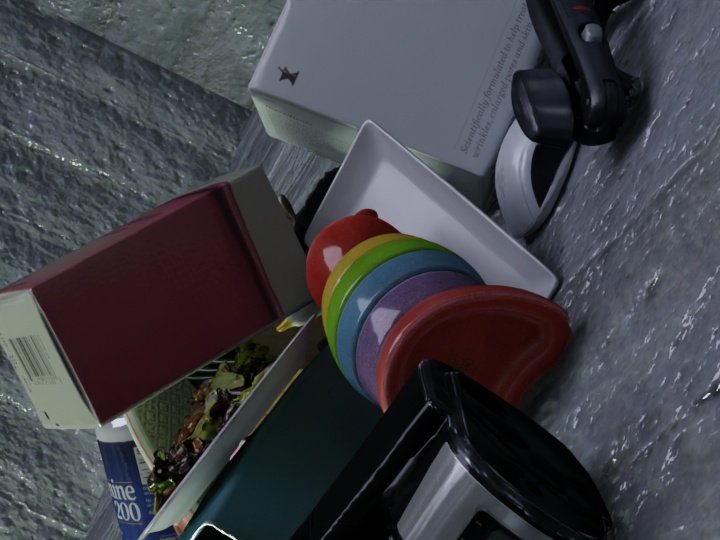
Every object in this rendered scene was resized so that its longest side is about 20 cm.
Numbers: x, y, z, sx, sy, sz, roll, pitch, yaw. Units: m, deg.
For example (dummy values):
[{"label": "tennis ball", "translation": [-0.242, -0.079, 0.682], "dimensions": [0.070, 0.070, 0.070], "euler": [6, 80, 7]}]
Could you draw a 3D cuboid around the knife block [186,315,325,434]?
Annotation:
[{"label": "knife block", "translation": [-0.086, 0.067, 1.354], "dimensions": [0.176, 0.199, 0.064], "euler": [88, 158, -61]}]

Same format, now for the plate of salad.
[{"label": "plate of salad", "translation": [-0.099, 0.103, 1.131], "dimensions": [0.200, 0.048, 0.200], "euler": [-51, 0, 0]}]

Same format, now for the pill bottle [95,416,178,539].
[{"label": "pill bottle", "translation": [-0.173, 0.166, 1.457], "dimensions": [0.111, 0.110, 0.201], "euler": [-143, 40, -80]}]

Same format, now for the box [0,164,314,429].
[{"label": "box", "translation": [-0.151, 0.020, 1.182], "dimensions": [0.200, 0.109, 0.128], "euler": [-31, 10, -28]}]

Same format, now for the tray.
[{"label": "tray", "translation": [0.048, -0.008, 1.132], "dimensions": [0.200, 0.022, 0.108], "euler": [43, 114, 32]}]

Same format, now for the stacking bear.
[{"label": "stacking bear", "translation": [0.026, 0.026, 1.049], "dimensions": [0.122, 0.113, 0.200], "euler": [-63, 30, 11]}]

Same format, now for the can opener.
[{"label": "can opener", "translation": [0.141, -0.155, 1.108], "dimensions": [0.201, 0.078, 0.064], "euler": [-92, 22, -45]}]

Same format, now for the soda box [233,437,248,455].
[{"label": "soda box", "translation": [-0.073, 0.123, 1.557], "dimensions": [0.071, 0.063, 0.201], "euler": [21, 86, 43]}]

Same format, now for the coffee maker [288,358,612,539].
[{"label": "coffee maker", "translation": [0.015, 0.150, 0.840], "dimensions": [0.200, 0.134, 0.192], "euler": [-52, 37, 10]}]

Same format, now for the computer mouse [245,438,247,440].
[{"label": "computer mouse", "translation": [-0.104, 0.165, 1.492], "dimensions": [0.059, 0.034, 0.200], "euler": [-50, 50, 28]}]

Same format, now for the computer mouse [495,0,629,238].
[{"label": "computer mouse", "translation": [0.138, -0.120, 1.188], "dimensions": [0.201, 0.044, 0.110], "euler": [-68, 12, -17]}]

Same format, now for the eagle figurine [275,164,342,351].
[{"label": "eagle figurine", "translation": [-0.004, 0.006, 1.304], "dimensions": [0.152, 0.151, 0.200], "euler": [-67, 10, -8]}]

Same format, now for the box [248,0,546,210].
[{"label": "box", "translation": [0.043, -0.178, 1.305], "dimensions": [0.131, 0.199, 0.200], "euler": [71, -138, -77]}]

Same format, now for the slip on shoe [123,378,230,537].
[{"label": "slip on shoe", "translation": [-0.130, 0.162, 1.251], "dimensions": [0.074, 0.201, 0.061], "euler": [-29, -3, -45]}]

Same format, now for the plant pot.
[{"label": "plant pot", "translation": [-0.028, 0.156, 1.132], "dimensions": [0.141, 0.141, 0.200], "euler": [-52, 9, 51]}]
